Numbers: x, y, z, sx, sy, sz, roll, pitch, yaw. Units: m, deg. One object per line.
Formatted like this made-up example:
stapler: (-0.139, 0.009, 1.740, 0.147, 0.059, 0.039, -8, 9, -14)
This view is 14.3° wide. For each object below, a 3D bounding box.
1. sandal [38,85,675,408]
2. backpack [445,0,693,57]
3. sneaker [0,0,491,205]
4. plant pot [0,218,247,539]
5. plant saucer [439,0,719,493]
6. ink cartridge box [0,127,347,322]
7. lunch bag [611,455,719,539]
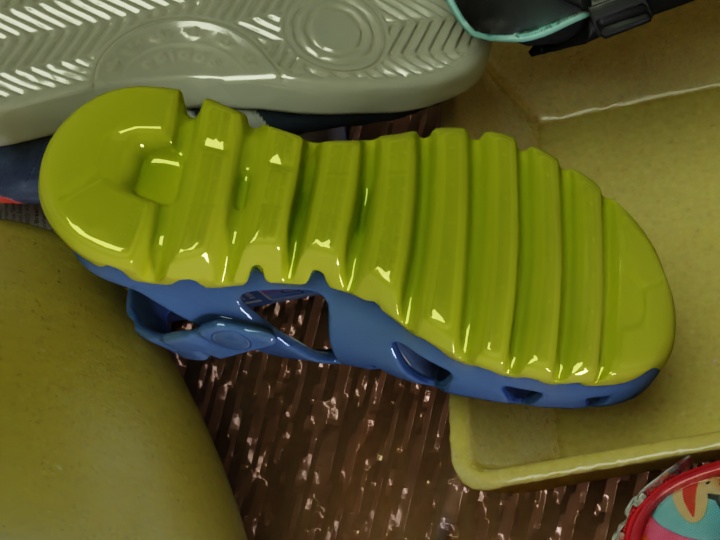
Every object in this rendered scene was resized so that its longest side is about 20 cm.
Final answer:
sandal: (0.000, 0.000, 0.892, 0.199, 0.087, 0.080, 16, 62, 5)
backpack: (0.092, -0.191, 0.924, 0.175, 0.153, 0.201, -19, 98, 24)
sneaker: (-0.057, -0.059, 0.943, 0.199, 0.085, 0.075, -5, 58, -12)
plant pot: (-0.130, 0.069, 0.936, 0.199, 0.200, 0.143, -11, 58, 12)
plant saucer: (0.128, -0.014, 0.939, 0.199, 0.049, 0.201, -10, 51, 12)
ink cartridge box: (-0.108, -0.048, 1.024, 0.199, 0.076, 0.137, -9, 69, 11)
lunch bag: (0.149, 0.147, 0.832, 0.175, 0.082, 0.201, -11, 63, 7)
